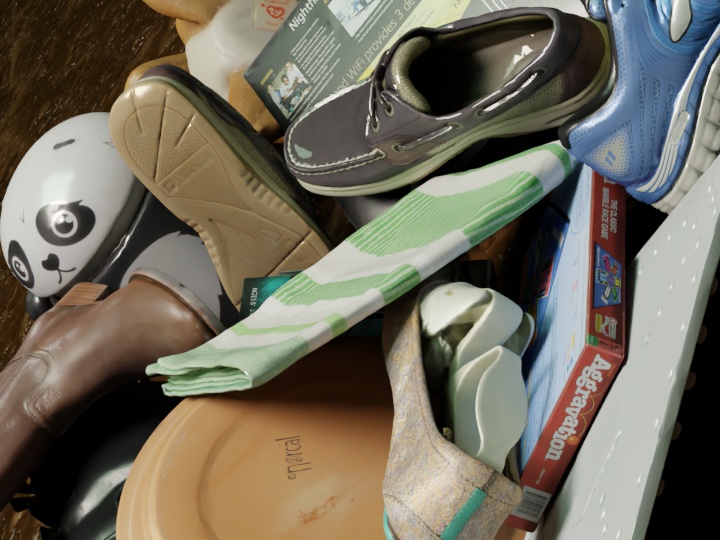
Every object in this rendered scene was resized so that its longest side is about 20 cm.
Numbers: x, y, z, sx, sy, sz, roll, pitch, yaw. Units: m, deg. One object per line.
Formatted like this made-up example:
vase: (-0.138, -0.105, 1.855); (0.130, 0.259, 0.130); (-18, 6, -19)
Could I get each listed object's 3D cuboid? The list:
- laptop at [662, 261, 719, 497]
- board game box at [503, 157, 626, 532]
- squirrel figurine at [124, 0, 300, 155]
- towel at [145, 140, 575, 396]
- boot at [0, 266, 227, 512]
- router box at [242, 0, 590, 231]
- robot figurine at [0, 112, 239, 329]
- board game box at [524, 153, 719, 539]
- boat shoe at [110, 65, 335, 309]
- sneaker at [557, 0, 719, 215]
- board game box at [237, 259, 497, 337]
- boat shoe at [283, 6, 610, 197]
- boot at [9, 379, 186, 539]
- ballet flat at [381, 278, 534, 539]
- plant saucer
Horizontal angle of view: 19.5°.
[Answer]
laptop: (0.207, -0.013, 0.846); (0.199, 0.103, 0.178); (-8, 52, 30)
board game box: (0.094, 0.016, 0.950); (0.201, 0.019, 0.103); (-79, 10, -55)
squirrel figurine: (-0.058, -0.115, 1.372); (0.199, 0.142, 0.187); (-30, -22, -29)
towel: (0.000, 0.000, 1.006); (0.199, 0.024, 0.152); (-32, 8, -22)
boot: (-0.171, 0.091, 1.101); (0.200, 0.064, 0.186); (-49, 19, -24)
router box: (0.044, -0.125, 1.156); (0.200, 0.052, 0.158); (-49, 59, 22)
robot figurine: (-0.120, -0.010, 1.260); (0.151, 0.199, 0.125); (-61, 24, -5)
board game box: (0.106, 0.074, 0.837); (0.200, 0.026, 0.201); (117, 173, -66)
boat shoe: (-0.058, -0.034, 1.169); (0.072, 0.200, 0.065); (-33, 18, 29)
sneaker: (0.142, -0.129, 0.913); (0.079, 0.089, 0.201); (-51, -18, -79)
board game box: (0.000, 0.078, 1.028); (0.134, 0.028, 0.201); (-5, 45, 9)
boat shoe: (0.036, -0.093, 1.078); (0.199, 0.065, 0.072); (-14, 60, 32)
boot: (-0.093, 0.108, 1.134); (0.197, 0.074, 0.163); (-30, 28, -2)
ballet flat: (0.048, 0.050, 0.918); (0.067, 0.068, 0.201); (-53, 20, 29)
plant saucer: (-0.016, 0.105, 0.963); (0.199, 0.032, 0.201); (-7, 44, 6)
